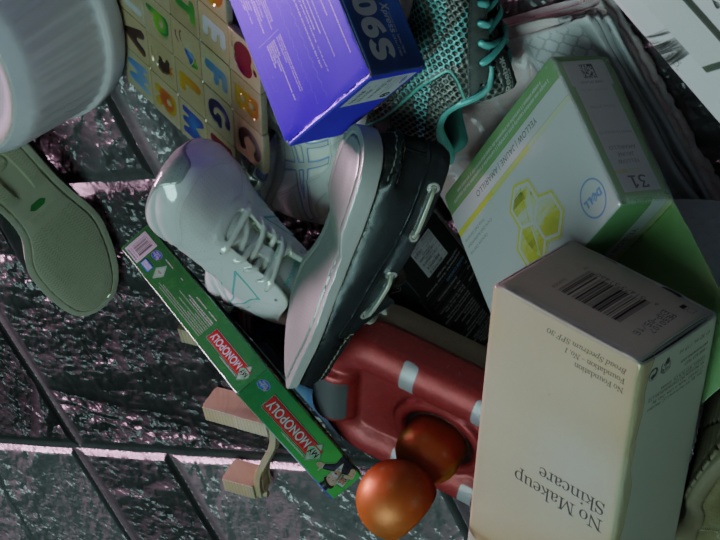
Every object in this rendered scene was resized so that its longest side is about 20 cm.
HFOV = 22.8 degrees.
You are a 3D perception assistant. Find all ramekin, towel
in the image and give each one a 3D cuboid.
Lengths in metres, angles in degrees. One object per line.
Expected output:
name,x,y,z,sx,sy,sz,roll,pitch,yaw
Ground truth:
ramekin,-0.266,-0.171,1.220,0.202,0.094,0.203,24,139,23
towel,0.121,-0.066,1.111,0.191,0.032,0.200,-14,120,44

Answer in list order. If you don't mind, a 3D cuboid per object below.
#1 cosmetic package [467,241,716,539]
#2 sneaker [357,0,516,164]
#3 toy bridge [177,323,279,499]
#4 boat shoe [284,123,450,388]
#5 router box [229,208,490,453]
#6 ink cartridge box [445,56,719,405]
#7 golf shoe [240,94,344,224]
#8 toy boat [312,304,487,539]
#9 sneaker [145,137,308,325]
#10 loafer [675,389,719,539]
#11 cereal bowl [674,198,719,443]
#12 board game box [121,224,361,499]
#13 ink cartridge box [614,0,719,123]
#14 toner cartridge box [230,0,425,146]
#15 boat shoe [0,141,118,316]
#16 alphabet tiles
cosmetic package,0.125,0.097,0.996,0.103,0.073,0.201,28,130,35
sneaker,0.058,-0.142,1.032,0.091,0.078,0.200,33,133,6
toy bridge,-0.095,0.117,1.454,0.067,0.027,0.200,12,136,25
boat shoe,0.000,0.000,1.080,0.060,0.076,0.200,7,136,-16
router box,0.021,0.048,1.259,0.150,0.062,0.200,49,145,-18
ink cartridge box,0.129,-0.001,1.022,0.146,0.048,0.200,-53,50,49
golf shoe,-0.019,-0.098,1.155,0.097,0.078,0.200,26,150,3
toy boat,0.045,0.119,1.146,0.200,0.131,0.131,25,146,17
sneaker,-0.072,-0.020,1.143,0.080,0.071,0.200,30,169,26
loafer,0.225,0.122,1.044,0.067,0.076,0.200,13,157,9
cereal bowl,0.214,0.049,1.084,0.199,0.084,0.200,16,149,10
board game box,-0.085,0.062,1.249,0.200,0.029,0.135,45,174,48
ink cartridge box,0.207,-0.160,0.878,0.200,0.084,0.146,48,135,0
toner cartridge box,-0.039,-0.183,1.021,0.095,0.043,0.201,-33,75,50
boat shoe,-0.251,-0.048,1.387,0.068,0.072,0.200,46,169,53
alphabet tiles,-0.120,-0.153,1.152,0.200,0.006,0.167,43,149,33
